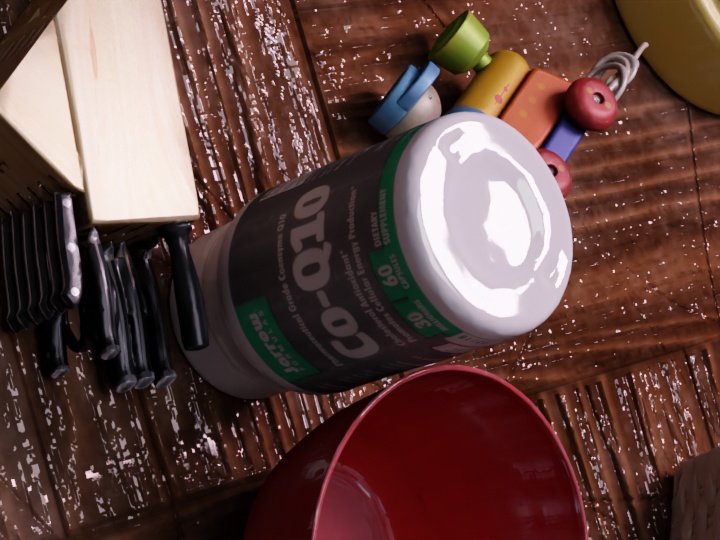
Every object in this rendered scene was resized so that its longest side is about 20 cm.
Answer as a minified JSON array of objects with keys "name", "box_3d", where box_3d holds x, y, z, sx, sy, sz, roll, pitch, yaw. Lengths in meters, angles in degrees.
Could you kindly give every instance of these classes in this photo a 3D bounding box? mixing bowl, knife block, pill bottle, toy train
[{"name":"mixing bowl","box_3d":[0.013,0.149,1.110,0.200,0.108,0.200,5,83,-44]},{"name":"knife block","box_3d":[-0.120,-0.047,1.097,0.176,0.064,0.200,46,50,-22]},{"name":"pill bottle","box_3d":[0.000,0.000,1.094,0.113,0.200,0.113,16,66,-38]},{"name":"toy train","box_3d":[0.091,-0.113,1.306,0.116,0.085,0.200,41,51,-8]}]

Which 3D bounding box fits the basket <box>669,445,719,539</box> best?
[{"name":"basket","box_3d":[0.266,0.201,1.302,0.123,0.136,0.200,17,63,-23]}]

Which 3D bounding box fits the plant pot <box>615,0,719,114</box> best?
[{"name":"plant pot","box_3d":[0.295,-0.224,1.445,0.201,0.189,0.201,15,67,-37]}]
